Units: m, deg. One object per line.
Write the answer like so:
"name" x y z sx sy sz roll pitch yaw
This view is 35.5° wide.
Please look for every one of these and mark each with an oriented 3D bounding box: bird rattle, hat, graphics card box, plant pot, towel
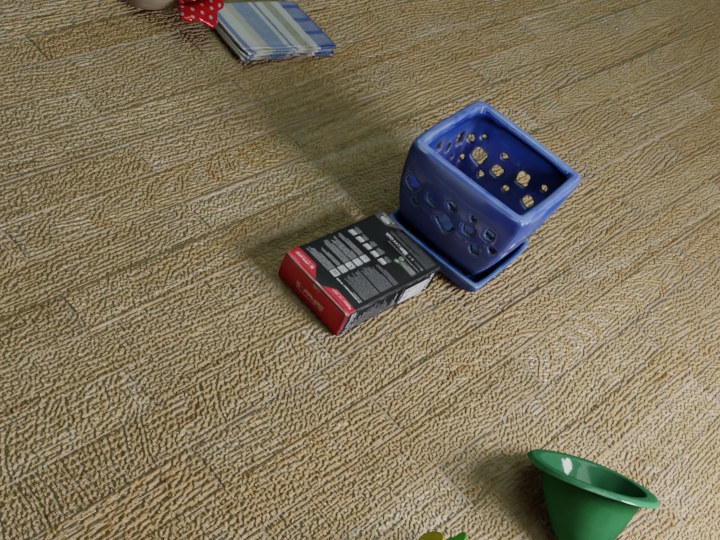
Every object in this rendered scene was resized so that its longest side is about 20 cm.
"bird rattle" -0.306 -0.458 1.816 0.162 0.113 0.201 -10 54 -5
"hat" 0.260 0.332 1.360 0.165 0.177 0.200 17 4 -10
"graphics card box" 0.000 0.000 1.532 0.125 0.051 0.200 45 44 19
"plant pot" 0.166 -0.098 1.625 0.200 0.180 0.200 39 43 13
"towel" -0.153 -0.402 1.882 0.199 0.024 0.147 -14 54 -41

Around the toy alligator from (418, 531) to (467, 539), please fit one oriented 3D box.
"toy alligator" 0.047 0.339 1.212 0.054 0.060 0.200 2 25 39
